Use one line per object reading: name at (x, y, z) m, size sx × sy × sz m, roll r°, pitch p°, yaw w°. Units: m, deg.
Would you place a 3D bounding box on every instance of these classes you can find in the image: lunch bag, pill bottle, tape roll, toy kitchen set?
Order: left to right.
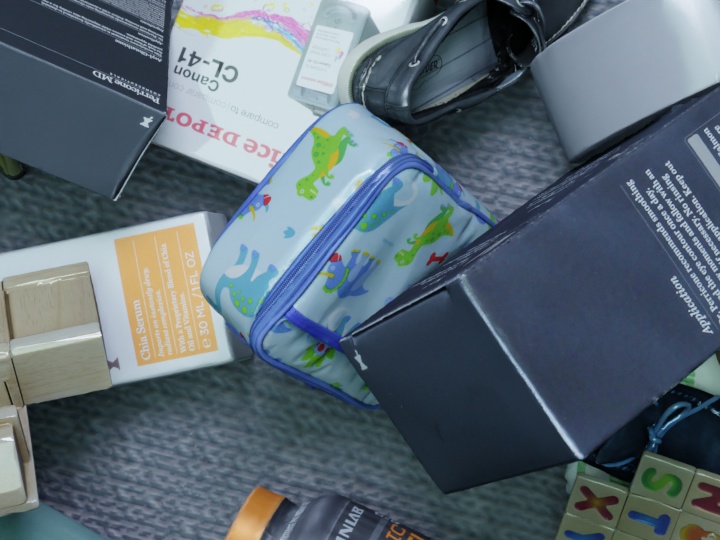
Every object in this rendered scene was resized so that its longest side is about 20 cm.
toy kitchen set at (-0.253, 0.030, 1.116) m, size 0.199 × 0.163 × 0.181 m, roll -12°, pitch 130°, yaw -7°
lunch bag at (0.000, 0.000, 1.192) m, size 0.161 × 0.200 × 0.082 m, roll -49°, pitch 60°, yaw 3°
pill bottle at (0.007, 0.210, 1.235) m, size 0.199 × 0.106 × 0.107 m, roll 24°, pitch 92°, yaw 7°
tape roll at (0.203, -0.134, 1.167) m, size 0.200 × 0.200 × 0.066 m, roll -24°, pitch 86°, yaw 6°

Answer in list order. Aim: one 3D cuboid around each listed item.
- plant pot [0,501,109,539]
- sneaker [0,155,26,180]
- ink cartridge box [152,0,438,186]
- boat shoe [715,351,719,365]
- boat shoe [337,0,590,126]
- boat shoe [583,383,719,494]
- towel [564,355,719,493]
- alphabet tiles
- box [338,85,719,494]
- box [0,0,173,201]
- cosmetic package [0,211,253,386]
plant pot at (-0.250, 0.216, 1.235) m, size 0.196 × 0.200 × 0.201 m, roll 25°, pitch 92°, yaw -2°
sneaker at (-0.216, -0.160, 1.289) m, size 0.088 × 0.077 × 0.201 m, roll 0°, pitch 91°, yaw -1°
ink cartridge box at (-0.040, -0.151, 1.257) m, size 0.147 × 0.086 × 0.201 m, roll 22°, pitch 90°, yaw 6°
boat shoe at (0.302, 0.110, 1.198) m, size 0.063 × 0.073 × 0.201 m, roll -39°, pitch 80°, yaw 10°
boat shoe at (0.082, -0.143, 1.208) m, size 0.199 × 0.066 × 0.075 m, roll -25°, pitch 120°, yaw -28°
boat shoe at (0.158, 0.101, 1.212) m, size 0.199 × 0.069 × 0.084 m, roll 12°, pitch 92°, yaw 6°
towel at (0.236, 0.085, 1.250) m, size 0.199 × 0.023 × 0.153 m, roll 6°, pitch 91°, yaw 6°
alphabet tiles at (0.218, 0.193, 1.207) m, size 0.199 × 0.006 × 0.167 m, roll 18°, pitch 129°, yaw 7°
box at (0.121, 0.016, 1.086) m, size 0.200 × 0.197 × 0.118 m, roll -35°, pitch 91°, yaw -22°
box at (-0.219, -0.144, 1.182) m, size 0.200 × 0.141 × 0.079 m, roll 23°, pitch 121°, yaw -19°
cosmetic package at (-0.180, 0.029, 1.279) m, size 0.199 × 0.071 × 0.102 m, roll -12°, pitch 88°, yaw 8°
